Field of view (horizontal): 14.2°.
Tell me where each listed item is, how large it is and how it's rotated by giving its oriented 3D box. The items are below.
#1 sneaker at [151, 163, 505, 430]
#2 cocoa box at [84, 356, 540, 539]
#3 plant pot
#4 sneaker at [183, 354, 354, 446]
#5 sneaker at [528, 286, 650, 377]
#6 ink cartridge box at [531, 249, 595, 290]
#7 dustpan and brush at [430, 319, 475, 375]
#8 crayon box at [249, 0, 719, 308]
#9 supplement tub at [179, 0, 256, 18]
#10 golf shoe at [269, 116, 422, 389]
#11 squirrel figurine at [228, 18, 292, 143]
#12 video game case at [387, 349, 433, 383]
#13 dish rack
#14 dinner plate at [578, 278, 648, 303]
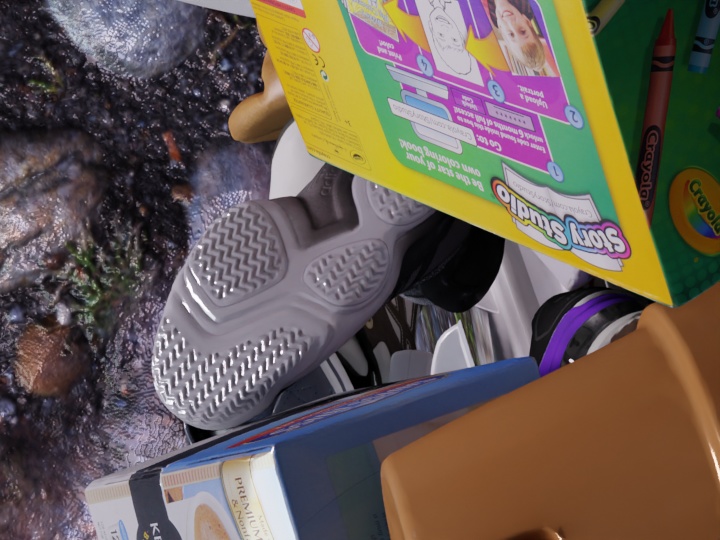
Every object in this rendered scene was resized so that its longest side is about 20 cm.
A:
[{"bbox_3d":[0.000,0.000,1.173,0.075,0.200,0.114,32,163,26],"label":"sneaker"},{"bbox_3d":[0.008,0.149,1.081,0.131,0.133,0.201,-15,91,53],"label":"cocoa box"},{"bbox_3d":[0.088,0.113,0.948,0.200,0.139,0.201,167,90,-88],"label":"plant pot"},{"bbox_3d":[-0.036,0.109,1.248,0.079,0.078,0.201,-36,-68,-59],"label":"sneaker"},{"bbox_3d":[0.099,0.098,1.129,0.099,0.069,0.201,-148,51,-59],"label":"sneaker"},{"bbox_3d":[0.035,-0.099,1.047,0.200,0.057,0.163,44,166,10],"label":"ink cartridge box"},{"bbox_3d":[0.050,0.139,1.231,0.140,0.057,0.201,-104,-4,-49],"label":"dustpan and brush"},{"bbox_3d":[0.041,-0.076,0.909,0.200,0.058,0.119,25,142,50],"label":"crayon box"},{"bbox_3d":[-0.045,-0.228,1.377,0.140,0.140,0.201,162,119,-87],"label":"supplement tub"},{"bbox_3d":[-0.008,0.013,1.330,0.094,0.077,0.201,42,-142,-72],"label":"golf shoe"},{"bbox_3d":[0.009,-0.177,1.538,0.200,0.141,0.188,128,141,-68],"label":"squirrel figurine"},{"bbox_3d":[0.038,0.163,1.314,0.200,0.023,0.183,64,-151,-55],"label":"video game case"},{"bbox_3d":[0.088,0.086,1.299,0.200,0.043,0.172,-108,7,-48],"label":"dish rack"},{"bbox_3d":[0.117,0.060,1.259,0.200,0.024,0.201,167,90,-86],"label":"dinner plate"}]
